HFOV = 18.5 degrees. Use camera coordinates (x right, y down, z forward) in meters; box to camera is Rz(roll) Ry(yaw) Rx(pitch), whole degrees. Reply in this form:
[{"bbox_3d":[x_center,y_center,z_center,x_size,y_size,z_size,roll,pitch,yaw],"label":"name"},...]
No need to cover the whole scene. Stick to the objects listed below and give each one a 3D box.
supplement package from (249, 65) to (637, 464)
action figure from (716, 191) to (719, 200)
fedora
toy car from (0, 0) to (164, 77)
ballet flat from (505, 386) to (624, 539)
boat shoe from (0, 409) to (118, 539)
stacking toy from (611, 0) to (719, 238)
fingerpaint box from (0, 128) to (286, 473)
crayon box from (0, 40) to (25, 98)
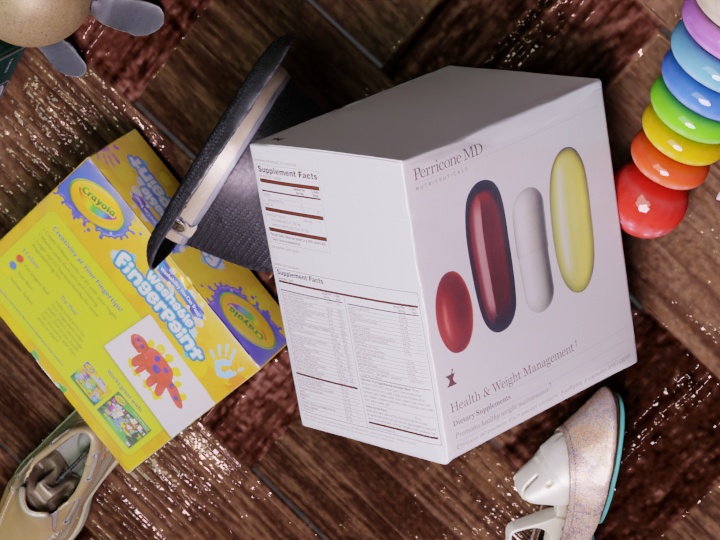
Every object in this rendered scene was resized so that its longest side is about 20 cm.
[{"bbox_3d":[0.059,-0.010,1.454,0.147,0.191,0.201,10,117,47],"label":"supplement package"},{"bbox_3d":[0.315,-0.034,1.392,0.149,0.134,0.200,-39,60,-2],"label":"action figure"},{"bbox_3d":[-0.066,-0.064,1.529,0.091,0.201,0.201,32,122,-4],"label":"fedora"},{"bbox_3d":[-0.239,-0.225,1.594,0.164,0.158,0.200,-24,127,36],"label":"toy car"},{"bbox_3d":[0.140,0.173,1.578,0.067,0.068,0.201,2,116,-11],"label":"ballet flat"},{"bbox_3d":[-0.252,0.176,1.775,0.072,0.076,0.200,38,123,7],"label":"boat shoe"},{"bbox_3d":[0.218,-0.101,1.431,0.085,0.085,0.200,31,127,12],"label":"stacking toy"},{"bbox_3d":[-0.172,0.024,1.674,0.167,0.073,0.200,-39,91,34],"label":"fingerpaint box"},{"bbox_3d":[-0.366,-0.178,1.699,0.200,0.052,0.126,38,122,7],"label":"crayon box"}]
